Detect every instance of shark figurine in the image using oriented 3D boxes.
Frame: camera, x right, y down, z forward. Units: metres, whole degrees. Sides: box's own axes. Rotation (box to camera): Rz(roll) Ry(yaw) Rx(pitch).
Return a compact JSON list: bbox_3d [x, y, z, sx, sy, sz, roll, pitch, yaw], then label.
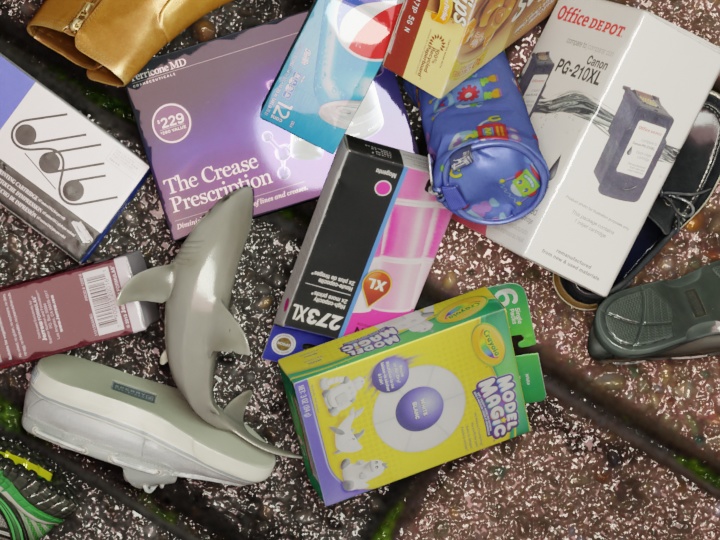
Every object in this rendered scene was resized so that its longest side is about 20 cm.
[{"bbox_3d":[-0.104,0.060,1.658,0.089,0.128,0.215,19,124,40],"label":"shark figurine"}]

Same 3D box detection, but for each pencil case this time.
[{"bbox_3d":[0.080,-0.112,1.652,0.087,0.200,0.078,-16,127,3],"label":"pencil case"}]

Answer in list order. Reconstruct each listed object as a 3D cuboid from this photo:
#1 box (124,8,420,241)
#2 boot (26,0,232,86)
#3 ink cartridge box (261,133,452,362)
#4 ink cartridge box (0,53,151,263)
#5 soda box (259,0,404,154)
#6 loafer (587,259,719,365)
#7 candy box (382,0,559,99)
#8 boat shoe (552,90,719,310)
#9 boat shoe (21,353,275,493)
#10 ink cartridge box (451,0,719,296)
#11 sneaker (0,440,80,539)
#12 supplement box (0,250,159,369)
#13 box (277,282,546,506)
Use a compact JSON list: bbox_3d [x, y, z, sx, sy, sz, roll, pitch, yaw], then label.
[{"bbox_3d":[-0.067,-0.117,1.712,0.200,0.079,0.141,-18,90,1],"label":"box"},{"bbox_3d":[-0.137,-0.194,1.670,0.201,0.071,0.144,18,66,21],"label":"boot"},{"bbox_3d":[0.000,0.000,1.695,0.094,0.037,0.200,14,117,-15],"label":"ink cartridge box"},{"bbox_3d":[-0.268,-0.102,1.728,0.200,0.044,0.094,36,90,-1],"label":"ink cartridge box"},{"bbox_3d":[-0.001,-0.189,1.621,0.064,0.068,0.200,26,101,-6],"label":"soda box"},{"bbox_3d":[0.269,0.035,1.731,0.199,0.063,0.072,-8,68,-14],"label":"loafer"},{"bbox_3d":[0.099,-0.217,1.629,0.055,0.200,0.116,31,128,14],"label":"candy box"},{"bbox_3d":[0.222,-0.053,1.722,0.075,0.062,0.200,38,91,0],"label":"boat shoe"},{"bbox_3d":[-0.167,0.131,1.734,0.200,0.070,0.072,22,114,-4],"label":"boat shoe"},{"bbox_3d":[0.167,-0.099,1.669,0.084,0.145,0.200,26,93,-25],"label":"ink cartridge box"},{"bbox_3d":[-0.302,0.163,1.684,0.085,0.078,0.200,-47,132,6],"label":"sneaker"},{"bbox_3d":[-0.260,0.040,1.703,0.199,0.109,0.061,-15,93,2],"label":"supplement box"},{"bbox_3d":[0.047,0.092,1.703,0.200,0.048,0.118,-21,118,-12],"label":"box"}]
